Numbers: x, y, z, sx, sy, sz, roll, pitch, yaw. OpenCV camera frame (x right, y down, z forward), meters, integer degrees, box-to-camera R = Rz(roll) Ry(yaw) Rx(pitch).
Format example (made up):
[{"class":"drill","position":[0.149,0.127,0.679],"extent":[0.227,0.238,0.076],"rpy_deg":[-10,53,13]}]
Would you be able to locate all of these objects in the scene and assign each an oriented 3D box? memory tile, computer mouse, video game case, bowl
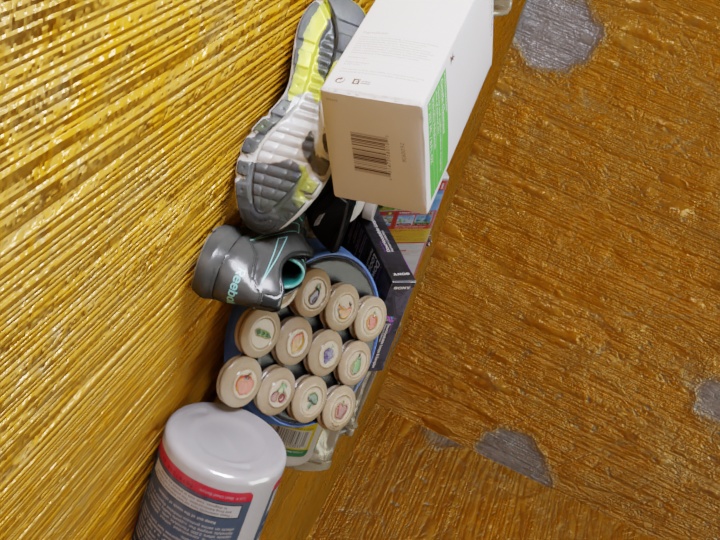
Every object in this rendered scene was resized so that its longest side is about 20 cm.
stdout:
[{"class":"memory tile","position":[-0.052,0.078,0.920],"extent":[0.199,0.017,0.156],"rpy_deg":[24,85,-48]},{"class":"computer mouse","position":[-0.015,-0.110,0.863],"extent":[0.200,0.045,0.142],"rpy_deg":[107,2,-69]},{"class":"video game case","position":[0.032,-0.057,1.261],"extent":[0.202,0.140,0.018],"rpy_deg":[106,-26,-44]},{"class":"bowl","position":[-0.054,0.070,0.956],"extent":[0.199,0.039,0.204],"rpy_deg":[-19,117,-42]}]

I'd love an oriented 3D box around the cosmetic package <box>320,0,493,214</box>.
[{"class":"cosmetic package","position":[0.043,-0.156,0.724],"extent":[0.109,0.083,0.202],"rpy_deg":[81,27,-48]}]

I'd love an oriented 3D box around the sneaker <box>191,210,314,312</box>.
[{"class":"sneaker","position":[-0.078,-0.014,0.798],"extent":[0.200,0.078,0.076],"rpy_deg":[-56,166,-63]}]

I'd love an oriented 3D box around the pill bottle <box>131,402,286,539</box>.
[{"class":"pill bottle","position":[-0.154,0.241,0.868],"extent":[0.120,0.118,0.203],"rpy_deg":[-46,158,-68]}]

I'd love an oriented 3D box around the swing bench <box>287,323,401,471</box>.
[{"class":"swing bench","position":[-0.051,0.159,1.303],"extent":[0.200,0.128,0.202],"rpy_deg":[-45,158,-69]}]

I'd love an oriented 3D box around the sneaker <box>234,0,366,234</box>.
[{"class":"sneaker","position":[-0.040,-0.120,0.753],"extent":[0.085,0.073,0.203],"rpy_deg":[60,54,-81]}]

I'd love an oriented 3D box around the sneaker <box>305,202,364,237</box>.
[{"class":"sneaker","position":[-0.018,-0.116,0.947],"extent":[0.080,0.070,0.202],"rpy_deg":[-44,156,-48]}]

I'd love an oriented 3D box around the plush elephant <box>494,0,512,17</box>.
[{"class":"plush elephant","position":[0.150,-0.388,1.084],"extent":[0.153,0.165,0.202],"rpy_deg":[-29,127,-7]}]

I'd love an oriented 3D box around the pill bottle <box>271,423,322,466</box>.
[{"class":"pill bottle","position":[-0.075,0.116,1.074],"extent":[0.113,0.111,0.203],"rpy_deg":[-39,151,-74]}]

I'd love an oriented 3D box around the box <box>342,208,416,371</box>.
[{"class":"box","position":[0.000,0.000,1.099],"extent":[0.201,0.035,0.145],"rpy_deg":[-117,-145,-43]}]

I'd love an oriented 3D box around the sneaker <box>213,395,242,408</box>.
[{"class":"sneaker","position":[-0.134,0.205,1.005],"extent":[0.202,0.089,0.075],"rpy_deg":[105,12,-48]}]

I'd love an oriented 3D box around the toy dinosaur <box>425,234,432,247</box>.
[{"class":"toy dinosaur","position":[0.035,-0.109,1.331],"extent":[0.134,0.085,0.204],"rpy_deg":[21,68,-41]}]

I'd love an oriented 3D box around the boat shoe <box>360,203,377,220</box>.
[{"class":"boat shoe","position":[0.011,-0.161,1.035],"extent":[0.074,0.059,0.204],"rpy_deg":[-66,171,-78]}]
